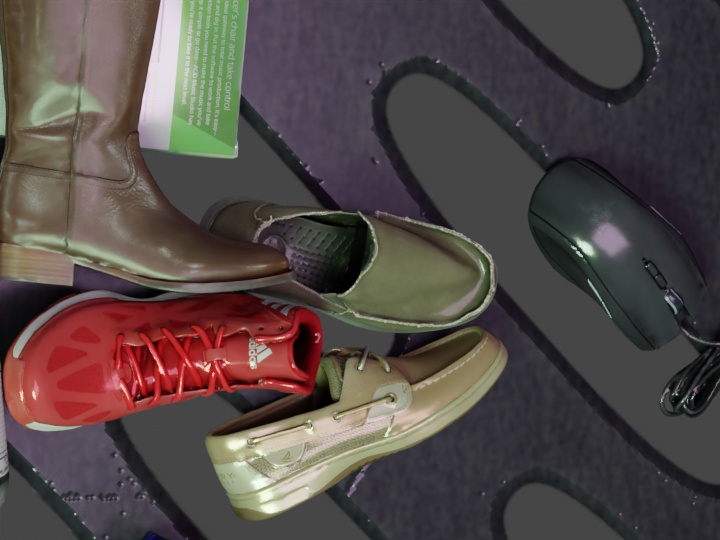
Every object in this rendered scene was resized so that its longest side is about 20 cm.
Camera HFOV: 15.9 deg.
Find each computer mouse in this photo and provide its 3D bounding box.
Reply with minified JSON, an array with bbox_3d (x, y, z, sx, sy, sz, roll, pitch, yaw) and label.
[{"bbox_3d":[0.209,-0.011,1.688,0.140,0.046,0.200,-43,110,-14],"label":"computer mouse"}]

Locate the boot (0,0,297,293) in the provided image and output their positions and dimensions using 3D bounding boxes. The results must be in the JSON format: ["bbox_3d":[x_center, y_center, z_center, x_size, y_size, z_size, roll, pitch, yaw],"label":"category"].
[{"bbox_3d":[-0.121,-0.089,1.484,0.186,0.064,0.200,4,90,-16],"label":"boot"}]

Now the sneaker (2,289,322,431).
[{"bbox_3d":[-0.101,0.045,1.484,0.200,0.115,0.079,-21,106,-46],"label":"sneaker"}]

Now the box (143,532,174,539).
[{"bbox_3d":[-0.105,0.294,1.543,0.184,0.105,0.200,43,78,-21],"label":"box"}]

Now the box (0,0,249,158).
[{"bbox_3d":[-0.163,-0.145,1.518,0.200,0.036,0.145,5,93,-23],"label":"box"}]

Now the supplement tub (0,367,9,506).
[{"bbox_3d":[-0.261,0.070,1.445,0.122,0.123,0.200,-5,97,-24],"label":"supplement tub"}]

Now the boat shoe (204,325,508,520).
[{"bbox_3d":[0.000,0.080,1.590,0.200,0.071,0.065,-30,106,-18],"label":"boat shoe"}]

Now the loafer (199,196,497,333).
[{"bbox_3d":[0.000,0.000,1.583,0.200,0.070,0.075,7,92,-24],"label":"loafer"}]
